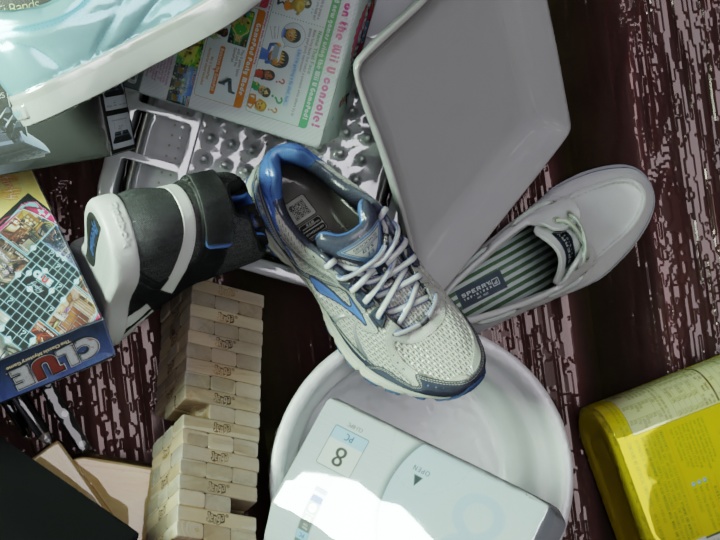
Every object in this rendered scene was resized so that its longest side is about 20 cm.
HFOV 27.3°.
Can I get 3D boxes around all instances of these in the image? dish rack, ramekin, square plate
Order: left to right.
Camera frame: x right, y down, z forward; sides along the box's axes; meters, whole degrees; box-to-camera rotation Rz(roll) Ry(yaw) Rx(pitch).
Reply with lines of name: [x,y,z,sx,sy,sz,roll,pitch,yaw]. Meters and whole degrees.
dish rack: [-0.062,-0.085,0.996,0.199,0.044,0.172,16,90,1]
ramekin: [0.032,0.138,0.990,0.200,0.098,0.201,1,85,-11]
square plate: [0.068,-0.113,0.977,0.200,0.028,0.198,-49,139,-31]

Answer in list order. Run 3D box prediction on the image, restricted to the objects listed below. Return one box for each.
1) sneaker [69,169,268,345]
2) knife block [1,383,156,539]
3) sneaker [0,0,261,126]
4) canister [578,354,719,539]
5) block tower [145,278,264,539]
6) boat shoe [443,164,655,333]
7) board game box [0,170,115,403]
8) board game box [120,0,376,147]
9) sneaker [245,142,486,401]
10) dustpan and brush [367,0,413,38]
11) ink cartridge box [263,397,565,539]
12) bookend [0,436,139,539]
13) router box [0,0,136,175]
sneaker: [-0.116,-0.006,0.924,0.112,0.200,0.073,-15,82,-19]
knife block: [-0.215,0.162,0.955,0.175,0.064,0.201,10,84,-10]
sneaker: [-0.121,-0.162,0.833,0.200,0.074,0.082,-33,109,-14]
canister: [0.270,0.128,1.046,0.199,0.087,0.149,-19,89,-11]
block tower: [-0.098,0.097,0.945,0.058,0.054,0.201,15,54,-25]
boat shoe: [0.133,-0.010,1.038,0.200,0.067,0.074,-35,93,-12]
board game box: [-0.245,0.005,0.911,0.135,0.200,0.035,-22,135,-12]
board game box: [-0.093,-0.177,0.927,0.199,0.064,0.148,19,103,7]
sneaker: [0.000,0.000,0.912,0.200,0.085,0.077,44,74,9]
dustpan and brush: [-0.001,-0.163,1.037,0.139,0.057,0.201,-4,80,0]
ink cartridge box: [0.004,0.195,0.863,0.160,0.047,0.200,23,78,29]
bookend: [-0.258,0.194,0.892,0.200,0.092,0.199,32,123,14]
router box: [-0.251,-0.133,0.902,0.199,0.052,0.158,-8,99,10]
